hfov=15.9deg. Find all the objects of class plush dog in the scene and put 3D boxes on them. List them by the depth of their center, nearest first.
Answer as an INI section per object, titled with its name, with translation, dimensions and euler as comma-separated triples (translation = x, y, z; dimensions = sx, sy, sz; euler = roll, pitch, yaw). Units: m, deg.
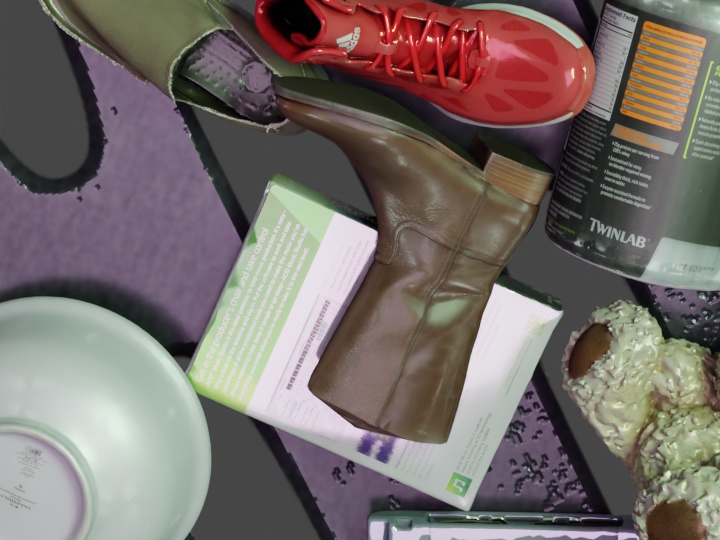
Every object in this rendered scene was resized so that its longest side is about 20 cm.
[plush dog]
translation = 0.242, 0.092, 1.555
dimensions = 0.172, 0.200, 0.160
euler = -36, 137, 15

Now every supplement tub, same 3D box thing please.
[supplement tub]
translation = 0.190, -0.098, 1.523
dimensions = 0.122, 0.123, 0.200
euler = 15, 102, -1

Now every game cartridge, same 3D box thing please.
[game cartridge]
translation = 0.103, 0.220, 1.641
dimensions = 0.200, 0.041, 0.133
euler = 2, 99, 2

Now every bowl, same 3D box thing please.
[bowl]
translation = -0.198, 0.124, 1.589
dimensions = 0.201, 0.090, 0.201
euler = 3, 109, 10

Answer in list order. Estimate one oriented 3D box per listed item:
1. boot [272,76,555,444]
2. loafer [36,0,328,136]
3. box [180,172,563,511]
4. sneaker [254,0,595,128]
[boot]
translation = 0.000, 0.000, 1.544
dimensions = 0.186, 0.064, 0.200
euler = 21, 106, -11
[loafer]
translation = -0.109, -0.143, 1.552
dimensions = 0.200, 0.070, 0.075
euler = 26, 102, -3
[box]
translation = 0.007, 0.045, 1.607
dimensions = 0.200, 0.036, 0.145
euler = 24, 102, -4
[sneaker]
translation = 0.028, -0.123, 1.497
dimensions = 0.200, 0.115, 0.079
euler = 12, 102, 25
